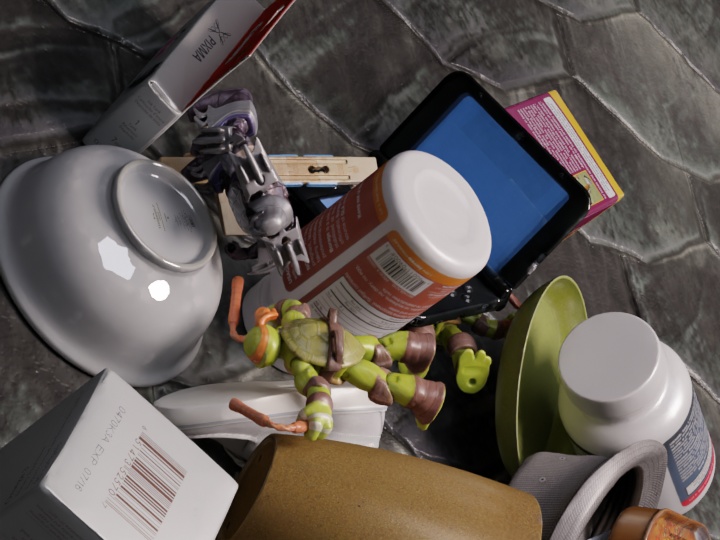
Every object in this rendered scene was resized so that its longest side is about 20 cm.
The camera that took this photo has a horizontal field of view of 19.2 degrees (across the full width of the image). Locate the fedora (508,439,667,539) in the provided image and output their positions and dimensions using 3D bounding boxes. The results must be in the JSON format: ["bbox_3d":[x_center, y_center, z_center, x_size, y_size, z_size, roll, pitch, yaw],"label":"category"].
[{"bbox_3d":[0.167,0.210,1.773,0.090,0.178,0.200,26,43,24],"label":"fedora"}]

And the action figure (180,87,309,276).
[{"bbox_3d":[-0.092,-0.066,1.635,0.200,0.069,0.131,-121,-161,-61],"label":"action figure"}]

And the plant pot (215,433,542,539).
[{"bbox_3d":[0.001,0.206,1.561,0.199,0.187,0.187,28,40,-13],"label":"plant pot"}]

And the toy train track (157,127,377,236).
[{"bbox_3d":[-0.079,-0.079,1.786,0.199,0.033,0.116,-2,72,-27],"label":"toy train track"}]

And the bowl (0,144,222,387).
[{"bbox_3d":[-0.173,-0.020,1.605,0.200,0.090,0.202,30,42,-30],"label":"bowl"}]

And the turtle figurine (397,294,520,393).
[{"bbox_3d":[0.057,0.039,1.847,0.199,0.065,0.162,27,26,-15],"label":"turtle figurine"}]

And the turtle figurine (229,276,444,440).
[{"bbox_3d":[-0.023,0.059,1.587,0.160,0.065,0.200,11,25,-20],"label":"turtle figurine"}]

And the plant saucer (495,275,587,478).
[{"bbox_3d":[0.157,0.103,1.863,0.200,0.031,0.202,5,90,-67],"label":"plant saucer"}]

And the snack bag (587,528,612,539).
[{"bbox_3d":[0.184,0.312,1.701,0.188,0.021,0.202,-9,102,-63],"label":"snack bag"}]

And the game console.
[{"bbox_3d":[0.063,-0.066,1.827,0.175,0.117,0.200,-11,46,-41],"label":"game console"}]

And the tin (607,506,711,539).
[{"bbox_3d":[0.244,0.256,1.747,0.200,0.042,0.113,30,64,-61],"label":"tin"}]

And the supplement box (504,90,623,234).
[{"bbox_3d":[0.142,-0.077,2.014,0.131,0.103,0.200,58,34,6],"label":"supplement box"}]

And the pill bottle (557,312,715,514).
[{"bbox_3d":[0.238,0.127,1.868,0.200,0.119,0.120,63,17,-51],"label":"pill bottle"}]

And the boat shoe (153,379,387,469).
[{"bbox_3d":[-0.068,0.121,1.628,0.199,0.072,0.069,-3,97,-39],"label":"boat shoe"}]

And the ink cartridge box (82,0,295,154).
[{"bbox_3d":[-0.124,-0.182,1.727,0.044,0.173,0.200,45,35,-10],"label":"ink cartridge box"}]

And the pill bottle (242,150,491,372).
[{"bbox_3d":[0.000,0.000,1.694,0.112,0.200,0.113,30,41,-31],"label":"pill bottle"}]

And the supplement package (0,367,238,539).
[{"bbox_3d":[-0.193,0.175,1.314,0.117,0.200,0.117,43,36,-15],"label":"supplement package"}]
